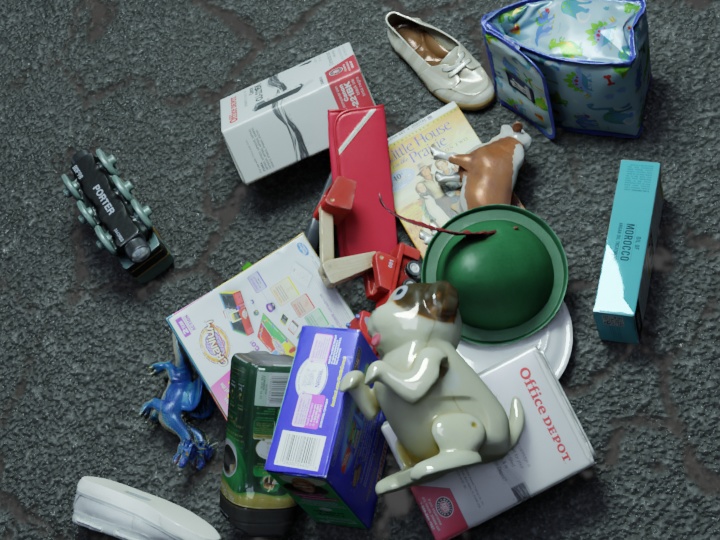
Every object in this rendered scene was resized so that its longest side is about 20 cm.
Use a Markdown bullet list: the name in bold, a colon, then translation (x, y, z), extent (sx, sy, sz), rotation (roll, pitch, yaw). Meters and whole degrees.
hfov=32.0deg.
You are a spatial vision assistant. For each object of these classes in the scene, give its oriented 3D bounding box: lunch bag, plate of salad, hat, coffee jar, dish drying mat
- **lunch bag**: translation (0.256, -0.255, 1.570), extent (0.197, 0.170, 0.129), rotation (10, 66, 19)
- **plate of salad**: translation (0.154, 0.079, 1.501), extent (0.197, 0.048, 0.203), rotation (-3, 63, 5)
- **hat**: translation (0.139, -0.009, 1.400), extent (0.197, 0.176, 0.168), rotation (-13, 78, 2)
- **coffee jar**: translation (-0.111, 0.199, 1.445), extent (0.084, 0.104, 0.203), rotation (4, 95, -22)
- **dish drying mat**: translation (0.003, -0.105, 1.587), extent (0.076, 0.018, 0.203), rotation (-6, 93, -6)

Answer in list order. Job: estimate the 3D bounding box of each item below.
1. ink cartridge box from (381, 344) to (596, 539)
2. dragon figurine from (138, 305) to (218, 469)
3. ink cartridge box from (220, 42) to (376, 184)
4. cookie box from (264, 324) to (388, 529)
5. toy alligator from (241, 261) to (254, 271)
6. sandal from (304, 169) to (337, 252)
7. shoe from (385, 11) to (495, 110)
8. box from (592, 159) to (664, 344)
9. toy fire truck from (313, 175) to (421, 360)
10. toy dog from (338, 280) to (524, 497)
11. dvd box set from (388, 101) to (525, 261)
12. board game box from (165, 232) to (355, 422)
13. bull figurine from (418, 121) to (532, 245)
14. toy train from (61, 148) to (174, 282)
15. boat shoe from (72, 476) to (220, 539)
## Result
- **ink cartridge box**: translation (0.143, 0.191, 1.402), extent (0.198, 0.085, 0.147), rotation (-27, 83, 3)
- **dragon figurine**: translation (-0.213, 0.151, 1.563), extent (0.098, 0.059, 0.202), rotation (5, 66, 18)
- **ink cartridge box**: translation (-0.083, -0.209, 1.659), extent (0.198, 0.084, 0.145), rotation (-24, 25, 4)
- **cookie box**: translation (-0.026, 0.180, 1.413), extent (0.074, 0.200, 0.173), rotation (6, 65, 19)
- **toy alligator**: translation (-0.093, 0.046, 1.584), extent (0.059, 0.054, 0.200), rotation (-41, 60, -7)
- **sandal**: translation (-0.031, -0.093, 1.631), extent (0.042, 0.076, 0.202), rotation (23, 70, -4)
- **shoe**: translation (0.102, -0.285, 1.696), extent (0.070, 0.053, 0.200), rotation (-43, 61, -8)
- **box**: translation (0.319, -0.023, 1.485), extent (0.049, 0.082, 0.202), rotation (6, 66, 20)
- **toy fire truck**: translation (0.000, 0.000, 1.520), extent (0.140, 0.049, 0.202), rotation (22, 61, -15)
- **toy dog**: translation (0.076, 0.110, 1.310), extent (0.192, 0.140, 0.202), rotation (-14, 79, -16)
- **dvd box set**: translation (0.108, -0.108, 1.618), extent (0.145, 0.029, 0.201), rotation (-29, 60, 1)
- **board game box**: translation (-0.114, 0.072, 1.529), extent (0.199, 0.040, 0.154), rotation (-31, 85, -10)
- **bull figurine**: translation (0.144, -0.101, 1.551), extent (0.120, 0.065, 0.202), rotation (2, 64, 18)
- **toy train**: translation (-0.324, -0.074, 1.678), extent (0.085, 0.114, 0.201), rotation (-36, 59, -3)
- **boat shoe**: translation (-0.260, 0.308, 1.497), extent (0.198, 0.072, 0.069), rotation (17, 91, 16)
